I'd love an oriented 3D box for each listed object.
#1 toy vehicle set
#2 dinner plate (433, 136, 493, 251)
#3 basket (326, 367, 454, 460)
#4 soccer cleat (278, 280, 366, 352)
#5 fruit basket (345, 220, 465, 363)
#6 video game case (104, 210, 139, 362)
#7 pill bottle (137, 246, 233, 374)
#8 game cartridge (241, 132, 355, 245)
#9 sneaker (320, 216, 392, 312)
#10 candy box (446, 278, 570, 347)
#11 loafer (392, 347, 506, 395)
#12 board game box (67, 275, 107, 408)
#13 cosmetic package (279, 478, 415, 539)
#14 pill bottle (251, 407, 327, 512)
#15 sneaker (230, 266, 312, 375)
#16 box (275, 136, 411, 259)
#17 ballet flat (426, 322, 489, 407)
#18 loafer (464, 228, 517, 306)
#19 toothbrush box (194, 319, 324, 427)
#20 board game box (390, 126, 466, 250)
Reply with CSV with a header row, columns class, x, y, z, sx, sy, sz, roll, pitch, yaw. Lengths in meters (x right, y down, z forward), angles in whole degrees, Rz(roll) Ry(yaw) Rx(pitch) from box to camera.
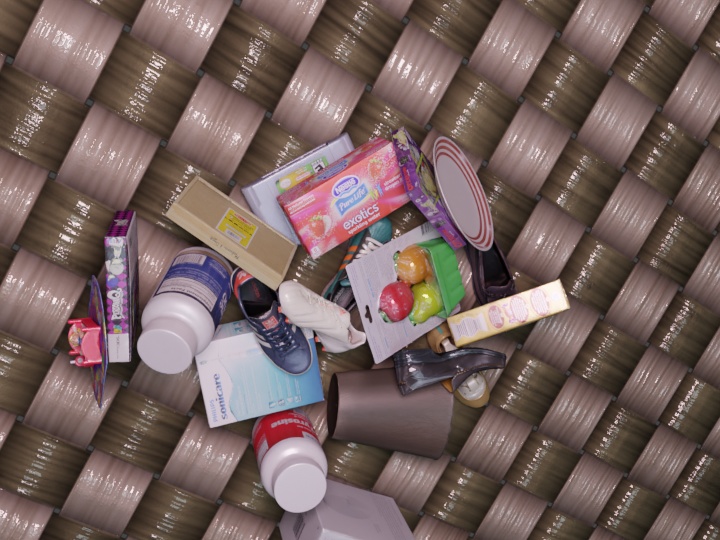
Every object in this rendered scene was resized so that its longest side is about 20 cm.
class,x,y,z,sx,sy,sz,roll,pitch,yaw
toy vehicle set,-0.195,-0.061,1.236,0.199,0.125,0.027,35,114,-9
dinner plate,0.165,-0.124,1.313,0.024,0.201,0.201,-23,113,26
basket,0.047,0.243,1.396,0.197,0.136,0.183,4,111,-11
soccer cleat,-0.060,0.070,1.256,0.077,0.070,0.200,-13,145,23
fruit basket,0.075,0.031,1.345,0.198,0.094,0.187,-27,114,-21
video game case,-0.355,0.017,1.193,0.035,0.200,0.184,-1,105,-12
pill bottle,-0.267,0.061,1.216,0.109,0.201,0.112,4,124,6
game cartridge,-0.081,-0.123,1.316,0.198,0.040,0.134,-29,113,-6
sneaker,0.000,0.000,1.343,0.071,0.080,0.202,27,96,-17
candy box,0.254,0.073,1.358,0.198,0.117,0.057,-22,82,12
loafer,0.152,0.169,1.339,0.197,0.073,0.073,-2,76,-8
board game box,-0.415,0.111,1.197,0.038,0.159,0.201,-4,141,-26
cosmetic package,-0.020,0.477,1.400,0.198,0.199,0.124,20,98,-18
pill bottle,-0.117,0.314,1.332,0.111,0.200,0.114,-4,106,-14
sneaker,-0.139,0.084,1.244,0.075,0.084,0.201,-35,103,-7
box,-0.023,-0.117,1.264,0.199,0.095,0.100,-31,109,-5
ballet flat,0.182,0.184,1.449,0.068,0.063,0.201,-36,110,-3
loafer,0.236,0.012,1.418,0.071,0.063,0.202,-25,109,-8
toothbrush box,-0.173,0.160,1.337,0.197,0.085,0.148,-13,105,-12
board game box,0.110,-0.127,1.271,0.032,0.121,0.200,-26,146,16
